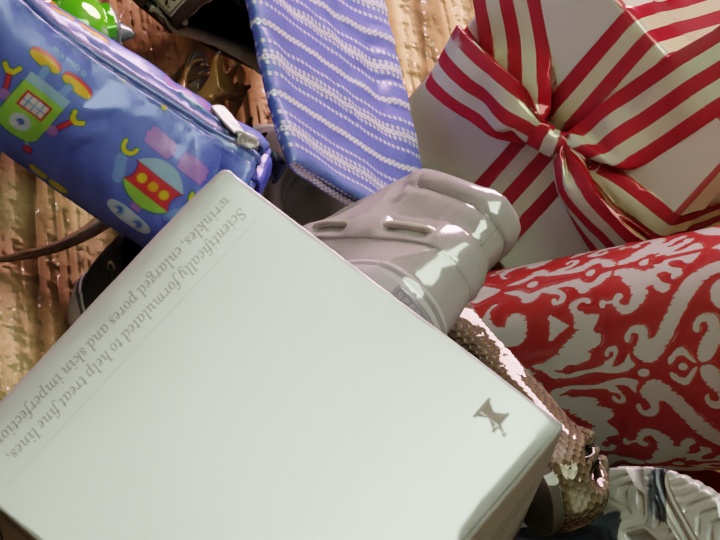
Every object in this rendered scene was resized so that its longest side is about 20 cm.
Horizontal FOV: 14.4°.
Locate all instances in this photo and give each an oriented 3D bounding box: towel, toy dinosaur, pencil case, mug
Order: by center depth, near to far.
[{"bbox_3d":[-0.132,-0.078,1.389,0.199,0.087,0.078,35,32,-10],"label":"pencil case"},{"bbox_3d":[0.161,0.064,1.451,0.133,0.199,0.179,-30,110,-60],"label":"mug"},{"bbox_3d":[-0.015,-0.120,1.505,0.145,0.024,0.201,28,42,-52],"label":"towel"},{"bbox_3d":[-0.102,-0.055,1.505,0.061,0.106,0.200,51,36,-12],"label":"toy dinosaur"}]

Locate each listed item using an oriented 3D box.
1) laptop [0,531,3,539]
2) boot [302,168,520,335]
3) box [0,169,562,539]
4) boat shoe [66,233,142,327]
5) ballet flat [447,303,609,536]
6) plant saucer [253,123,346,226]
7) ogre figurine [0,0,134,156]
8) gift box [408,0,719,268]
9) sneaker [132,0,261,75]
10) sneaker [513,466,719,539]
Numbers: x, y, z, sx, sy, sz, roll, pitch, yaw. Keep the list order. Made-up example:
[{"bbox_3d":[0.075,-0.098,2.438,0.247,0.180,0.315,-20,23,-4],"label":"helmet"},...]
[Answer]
[{"bbox_3d":[-0.250,0.117,1.149,0.186,0.116,0.201,-25,58,5],"label":"laptop"},{"bbox_3d":[0.000,0.000,1.403,0.096,0.199,0.074,-44,115,-25],"label":"boot"},{"bbox_3d":[-0.051,0.103,1.283,0.200,0.131,0.199,37,65,12],"label":"box"},{"bbox_3d":[-0.073,0.063,1.410,0.070,0.066,0.200,-13,58,-39],"label":"boat shoe"},{"bbox_3d":[0.065,0.057,1.399,0.046,0.068,0.200,-17,39,-20],"label":"ballet flat"},{"bbox_3d":[-0.008,-0.014,1.534,0.199,0.050,0.201,17,44,-17],"label":"plant saucer"},{"bbox_3d":[-0.201,-0.115,1.485,0.119,0.099,0.200,25,24,18],"label":"ogre figurine"},{"bbox_3d":[0.144,-0.099,1.575,0.185,0.200,0.186,45,32,17],"label":"gift box"},{"bbox_3d":[-0.109,-0.177,1.571,0.199,0.070,0.076,29,26,-33],"label":"sneaker"},{"bbox_3d":[0.149,0.145,1.413,0.129,0.198,0.080,24,77,-52],"label":"sneaker"}]
